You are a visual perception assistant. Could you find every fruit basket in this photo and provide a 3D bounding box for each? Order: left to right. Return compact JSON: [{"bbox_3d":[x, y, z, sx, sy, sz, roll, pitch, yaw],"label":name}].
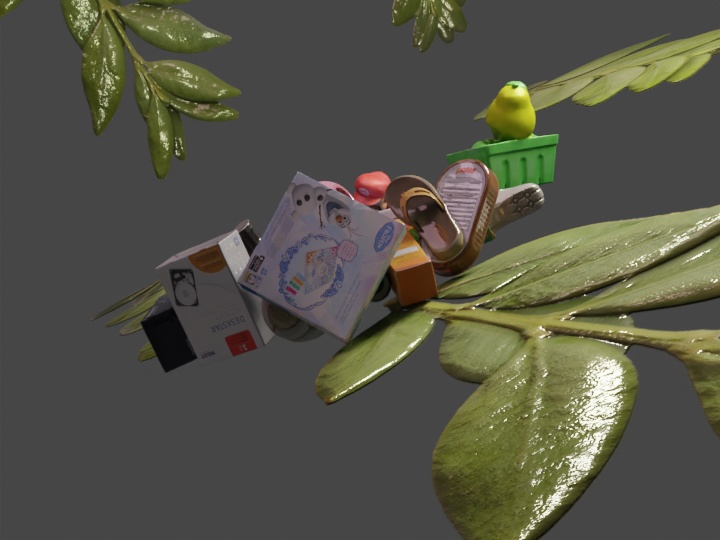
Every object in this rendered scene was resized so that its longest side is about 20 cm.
[{"bbox_3d":[0.278,-0.255,1.910,0.214,0.219,0.155,-31,13,-27],"label":"fruit basket"}]

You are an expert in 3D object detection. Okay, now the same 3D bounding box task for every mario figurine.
[{"bbox_3d":[0.024,-0.105,1.945,0.121,0.201,0.107,-24,55,-4],"label":"mario figurine"}]

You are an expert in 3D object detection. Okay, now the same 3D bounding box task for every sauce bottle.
[{"bbox_3d":[-0.163,-0.005,1.823,0.065,0.201,0.066,-30,27,17],"label":"sauce bottle"}]

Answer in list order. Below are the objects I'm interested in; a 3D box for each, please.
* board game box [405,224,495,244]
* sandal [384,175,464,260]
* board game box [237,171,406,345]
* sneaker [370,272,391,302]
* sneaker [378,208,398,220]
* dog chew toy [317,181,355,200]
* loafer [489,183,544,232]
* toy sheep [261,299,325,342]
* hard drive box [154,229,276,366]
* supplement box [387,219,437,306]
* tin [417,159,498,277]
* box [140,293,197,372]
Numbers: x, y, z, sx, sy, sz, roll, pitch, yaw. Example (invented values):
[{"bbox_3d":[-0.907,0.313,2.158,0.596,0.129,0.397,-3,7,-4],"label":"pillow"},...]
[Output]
[{"bbox_3d":[0.130,-0.059,1.725,0.197,0.096,0.030,-17,47,30],"label":"board game box"},{"bbox_3d":[0.100,-0.096,1.614,0.080,0.054,0.201,-45,49,11],"label":"sandal"},{"bbox_3d":[-0.059,-0.021,1.531,0.203,0.196,0.043,-61,-15,-10],"label":"board game box"},{"bbox_3d":[-0.035,-0.012,1.596,0.076,0.199,0.079,-54,-11,3],"label":"sneaker"},{"bbox_3d":[0.120,-0.087,1.797,0.195,0.073,0.073,-6,1,-10],"label":"sneaker"},{"bbox_3d":[-0.092,-0.058,1.691,0.199,0.125,0.125,-42,5,22],"label":"dog chew toy"},{"bbox_3d":[0.233,-0.102,1.768,0.196,0.071,0.070,-18,6,4],"label":"loafer"},{"bbox_3d":[-0.092,0.052,1.633,0.136,0.141,0.199,-19,-2,25],"label":"toy sheep"},{"bbox_3d":[-0.255,0.051,1.785,0.154,0.203,0.077,-19,13,27],"label":"hard drive box"},{"bbox_3d":[0.067,-0.017,1.613,0.067,0.068,0.200,-18,26,-7],"label":"supplement box"},{"bbox_3d":[0.161,-0.089,1.627,0.110,0.042,0.204,7,71,35],"label":"tin"},{"bbox_3d":[-0.312,0.086,1.968,0.197,0.119,0.197,-26,11,4],"label":"box"}]
